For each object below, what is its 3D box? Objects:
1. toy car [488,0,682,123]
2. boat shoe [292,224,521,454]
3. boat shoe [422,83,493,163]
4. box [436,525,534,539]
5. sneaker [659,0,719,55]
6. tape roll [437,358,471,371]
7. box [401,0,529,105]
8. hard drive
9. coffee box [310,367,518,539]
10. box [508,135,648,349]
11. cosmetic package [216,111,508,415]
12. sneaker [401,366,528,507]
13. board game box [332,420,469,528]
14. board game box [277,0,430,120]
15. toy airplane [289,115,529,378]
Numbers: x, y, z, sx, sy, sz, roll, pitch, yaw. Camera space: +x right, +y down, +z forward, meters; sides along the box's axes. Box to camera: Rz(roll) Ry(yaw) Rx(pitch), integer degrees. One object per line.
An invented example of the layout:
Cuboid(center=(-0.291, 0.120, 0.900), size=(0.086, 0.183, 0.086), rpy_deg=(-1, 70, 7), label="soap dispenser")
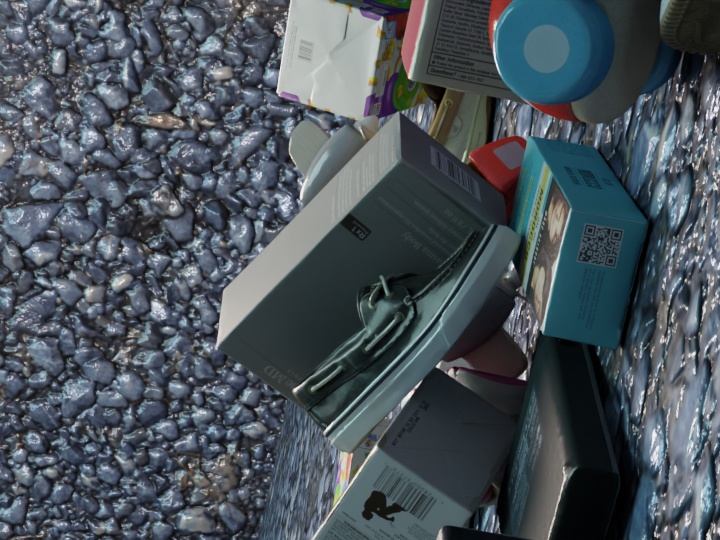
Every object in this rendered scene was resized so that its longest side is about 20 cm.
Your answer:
Cuboid(center=(0.075, -0.185, 1.114), size=(0.184, 0.200, 0.177), rpy_deg=(-15, -62, -66), label="toy car")
Cuboid(center=(0.025, 0.037, 1.322), size=(0.200, 0.071, 0.072), rpy_deg=(-50, 0, 21), label="boat shoe")
Cuboid(center=(0.090, -0.176, 1.862), size=(0.074, 0.066, 0.200), rpy_deg=(111, 168, -61), label="boat shoe")
Cuboid(center=(0.080, 0.255, 1.039), size=(0.200, 0.107, 0.149), rpy_deg=(-89, 11, -62), label="box")
Cuboid(center=(0.187, -0.188, 0.954), size=(0.200, 0.070, 0.109), rpy_deg=(110, 167, -74), label="sneaker")
Cuboid(center=(0.084, 0.022, 1.730), size=(0.203, 0.037, 0.203), rpy_deg=(-169, 90, -84), label="tape roll")
Cuboid(center=(0.112, -0.231, 1.452), size=(0.109, 0.128, 0.200), rpy_deg=(-97, 19, -73), label="box")
Cuboid(center=(0.116, 0.137, 1.209), size=(0.200, 0.033, 0.140), rpy_deg=(-88, 10, -69), label="hard drive")
Cuboid(center=(0.018, 0.179, 1.358), size=(0.200, 0.080, 0.113), rpy_deg=(-59, -5, 35), label="coffee box")
Cuboid(center=(0.134, -0.022, 1.270), size=(0.200, 0.049, 0.082), rpy_deg=(-99, 20, -74), label="box")
Cuboid(center=(0.000, 0.000, 1.391), size=(0.200, 0.107, 0.090), rpy_deg=(-48, 19, 21), label="cosmetic package")
Cuboid(center=(0.070, 0.132, 1.463), size=(0.200, 0.081, 0.088), rpy_deg=(118, 163, -74), label="sneaker")
Cuboid(center=(0.026, 0.233, 1.597), size=(0.103, 0.105, 0.200), rpy_deg=(114, 166, -69), label="board game box")
Cuboid(center=(0.021, -0.220, 1.924), size=(0.200, 0.103, 0.105), rpy_deg=(-25, -51, -57), label="board game box")
Cuboid(center=(0.035, -0.020, 1.490), size=(0.141, 0.200, 0.199), rpy_deg=(81, -164, -70), label="toy airplane")
